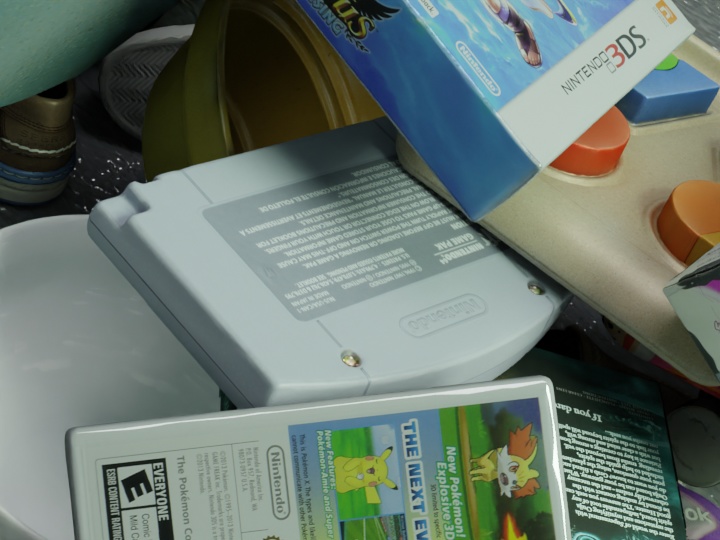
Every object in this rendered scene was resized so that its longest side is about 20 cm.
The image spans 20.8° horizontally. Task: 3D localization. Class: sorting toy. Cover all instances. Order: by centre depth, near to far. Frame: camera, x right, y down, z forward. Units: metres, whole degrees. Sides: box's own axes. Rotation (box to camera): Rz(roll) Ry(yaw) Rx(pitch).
[{"bbox_3d":[0.140,-0.049,0.885,0.185,0.037,0.200,37,42,18],"label":"sorting toy"}]

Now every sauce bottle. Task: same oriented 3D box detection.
[{"bbox_3d":[0.211,0.066,0.996,0.065,0.065,0.200,46,32,20],"label":"sauce bottle"}]

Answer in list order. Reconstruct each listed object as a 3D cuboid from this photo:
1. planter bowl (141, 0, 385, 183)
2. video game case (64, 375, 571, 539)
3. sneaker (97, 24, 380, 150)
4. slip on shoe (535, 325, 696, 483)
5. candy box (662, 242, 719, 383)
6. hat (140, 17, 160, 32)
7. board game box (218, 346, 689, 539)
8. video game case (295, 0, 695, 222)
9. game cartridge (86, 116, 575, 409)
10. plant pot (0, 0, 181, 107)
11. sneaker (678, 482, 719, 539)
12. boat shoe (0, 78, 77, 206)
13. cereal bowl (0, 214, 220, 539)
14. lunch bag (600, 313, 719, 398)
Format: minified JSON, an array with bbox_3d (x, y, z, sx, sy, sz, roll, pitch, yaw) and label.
[{"bbox_3d":[-0.048,-0.056,0.951,0.200,0.083,0.201,34,50,-54],"label":"planter bowl"},{"bbox_3d":[-0.007,0.147,0.712,0.182,0.022,0.200,-6,85,-11],"label":"video game case"},{"bbox_3d":[-0.050,-0.113,1.065,0.200,0.074,0.116,1,28,-18],"label":"sneaker"},{"bbox_3d":[0.100,0.058,0.959,0.200,0.061,0.076,15,41,-25],"label":"slip on shoe"},{"bbox_3d":[0.233,0.013,0.815,0.200,0.061,0.137,-34,92,-38],"label":"candy box"},{"bbox_3d":[-0.133,-0.176,1.032,0.200,0.201,0.081,30,81,1],"label":"hat"},{"bbox_3d":[0.039,0.076,0.805,0.200,0.028,0.135,17,40,-15],"label":"board game box"},{"bbox_3d":[0.036,-0.140,0.816,0.200,0.045,0.181,51,37,-2],"label":"video game case"},{"bbox_3d":[0.000,0.000,0.815,0.200,0.041,0.133,-18,53,-44],"label":"game cartridge"},{"bbox_3d":[-0.160,-0.180,0.844,0.200,0.196,0.196,20,43,-57],"label":"plant pot"},{"bbox_3d":[0.108,0.122,0.896,0.200,0.081,0.089,22,33,-16],"label":"sneaker"},{"bbox_3d":[-0.182,-0.127,0.986,0.072,0.072,0.200,-5,51,-36],"label":"boat shoe"},{"bbox_3d":[-0.098,0.074,0.813,0.200,0.083,0.200,16,42,-15],"label":"cereal bowl"},{"bbox_3d":[0.216,0.018,0.936,0.200,0.082,0.176,23,38,2],"label":"lunch bag"}]
